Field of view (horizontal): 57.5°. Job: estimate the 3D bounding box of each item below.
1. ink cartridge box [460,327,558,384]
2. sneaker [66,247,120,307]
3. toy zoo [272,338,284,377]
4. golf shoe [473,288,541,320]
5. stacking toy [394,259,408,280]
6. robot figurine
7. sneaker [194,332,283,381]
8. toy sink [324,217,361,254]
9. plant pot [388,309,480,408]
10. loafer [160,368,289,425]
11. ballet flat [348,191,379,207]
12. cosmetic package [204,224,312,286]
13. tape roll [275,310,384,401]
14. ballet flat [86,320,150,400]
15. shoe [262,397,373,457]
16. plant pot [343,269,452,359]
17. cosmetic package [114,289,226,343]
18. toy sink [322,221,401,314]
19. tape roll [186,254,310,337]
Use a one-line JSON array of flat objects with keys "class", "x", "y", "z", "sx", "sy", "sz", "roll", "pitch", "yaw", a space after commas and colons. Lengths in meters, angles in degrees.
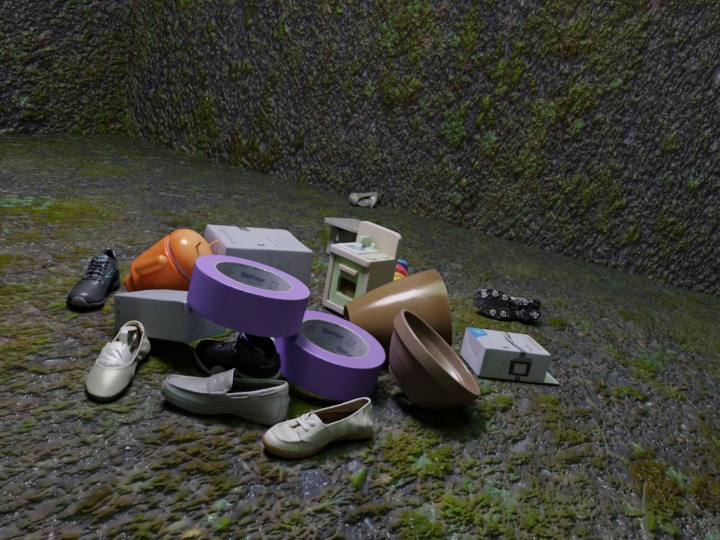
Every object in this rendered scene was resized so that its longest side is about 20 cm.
[{"class": "ink cartridge box", "x": 0.329, "y": 0.184, "z": 1.419, "sx": 0.193, "sy": 0.069, "sz": 0.116, "roll": 8, "pitch": 15, "yaw": -15}, {"class": "sneaker", "x": -0.540, "y": 0.014, "z": 1.331, "sx": 0.073, "sy": 0.082, "sz": 0.201, "roll": 9, "pitch": 17, "yaw": -8}, {"class": "toy zoo", "x": -0.165, "y": 0.153, "z": 1.235, "sx": 0.127, "sy": 0.021, "sz": 0.200, "roll": 15, "pitch": 16, "yaw": 9}, {"class": "golf shoe", "x": 0.397, "y": 0.100, "z": 1.807, "sx": 0.193, "sy": 0.080, "sz": 0.088, "roll": 13, "pitch": -6, "yaw": -7}, {"class": "stacking toy", "x": 0.085, "y": 0.064, "z": 1.633, "sx": 0.106, "sy": 0.119, "sz": 0.201, "roll": 5, "pitch": 28, "yaw": -14}, {"class": "robot figurine", "x": -0.377, "y": -0.004, "z": 1.310, "sx": 0.144, "sy": 0.197, "sz": 0.118, "roll": 47, "pitch": 15, "yaw": -41}, {"class": "sneaker", "x": -0.202, "y": 0.128, "z": 1.089, "sx": 0.196, "sy": 0.115, "sz": 0.073, "roll": 21, "pitch": 35, "yaw": 30}, {"class": "toy sink", "x": -0.025, "y": -0.091, "z": 2.054, "sx": 0.127, "sy": 0.116, "sz": 0.198, "roll": 19, "pitch": 11, "yaw": 26}, {"class": "plant pot", "x": 0.113, "y": 0.174, "z": 1.164, "sx": 0.200, "sy": 0.093, "sz": 0.201, "roll": 44, "pitch": 11, "yaw": -11}, {"class": "loafer", "x": -0.204, "y": 0.181, "z": 1.002, "sx": 0.193, "sy": 0.072, "sz": 0.070, "roll": 10, "pitch": 15, "yaw": -7}, {"class": "ballet flat", "x": 0.029, "y": -0.324, "z": 3.061, "sx": 0.196, "sy": 0.069, "sz": 0.067, "roll": -9, "pitch": 44, "yaw": -41}, {"class": "cosmetic package", "x": -0.230, "y": 0.009, "z": 1.418, "sx": 0.195, "sy": 0.170, "sz": 0.164, "roll": 3, "pitch": 17, "yaw": -30}, {"class": "tape roll", "x": -0.057, "y": 0.148, "z": 1.171, "sx": 0.194, "sy": 0.067, "sz": 0.201, "roll": 20, "pitch": 16, "yaw": -6}, {"class": "ballet flat", "x": -0.384, "y": 0.133, "z": 1.045, "sx": 0.067, "sy": 0.072, "sz": 0.201, "roll": 10, "pitch": 15, "yaw": -6}, {"class": "shoe", "x": -0.059, "y": 0.229, "z": 0.979, "sx": 0.196, "sy": 0.055, "sz": 0.069, "roll": -1, "pitch": 19, "yaw": -41}, {"class": "plant pot", "x": 0.067, "y": 0.103, "z": 1.338, "sx": 0.193, "sy": 0.193, "sz": 0.187, "roll": -6, "pitch": 18, "yaw": -12}, {"class": "cosmetic package", "x": -0.341, "y": 0.078, "z": 1.171, "sx": 0.195, "sy": 0.077, "sz": 0.100, "roll": 4, "pitch": 8, "yaw": 36}, {"class": "toy sink", "x": 0.000, "y": 0.000, "z": 1.537, "sx": 0.128, "sy": 0.206, "sz": 0.110, "roll": 23, "pitch": 18, "yaw": 36}, {"class": "tape roll", "x": -0.184, "y": 0.039, "z": 1.086, "sx": 0.194, "sy": 0.068, "sz": 0.200, "roll": 18, "pitch": 10, "yaw": -3}]
